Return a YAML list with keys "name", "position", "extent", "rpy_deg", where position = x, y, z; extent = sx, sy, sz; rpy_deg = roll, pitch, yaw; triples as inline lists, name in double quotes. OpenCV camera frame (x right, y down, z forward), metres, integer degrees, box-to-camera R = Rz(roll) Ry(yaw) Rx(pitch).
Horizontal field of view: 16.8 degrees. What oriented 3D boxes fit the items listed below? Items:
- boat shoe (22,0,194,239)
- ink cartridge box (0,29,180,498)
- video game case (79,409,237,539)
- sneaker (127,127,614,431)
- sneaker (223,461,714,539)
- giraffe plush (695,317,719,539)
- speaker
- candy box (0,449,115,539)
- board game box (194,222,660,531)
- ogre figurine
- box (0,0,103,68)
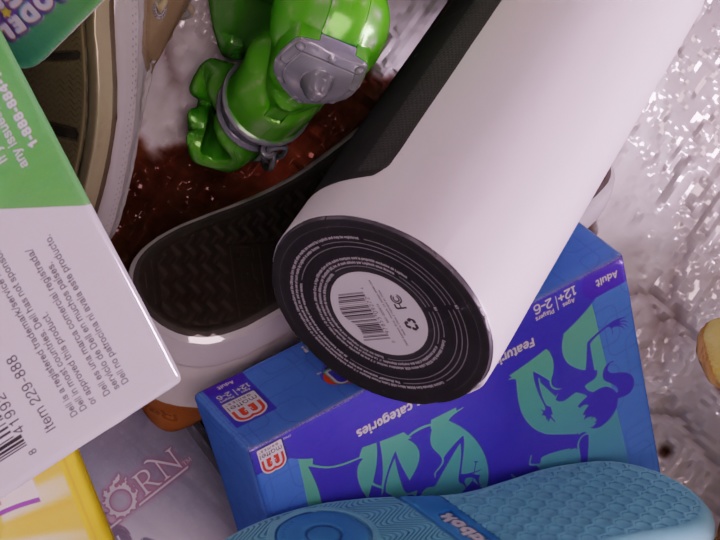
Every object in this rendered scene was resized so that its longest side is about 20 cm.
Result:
- name: "boat shoe"
  position: [-0.088, -0.097, 0.828]
  extent: [0.068, 0.074, 0.201]
  rpy_deg: [-17, 122, -46]
- name: "ink cartridge box"
  position: [-0.177, 0.017, 0.721]
  extent: [0.199, 0.084, 0.147]
  rpy_deg: [-32, 120, -13]
- name: "video game case"
  position: [-0.091, 0.133, 0.900]
  extent: [0.143, 0.019, 0.201]
  rpy_deg: [-37, 108, -8]
- name: "sneaker"
  position: [0.000, 0.000, 0.890]
  extent: [0.199, 0.073, 0.085]
  rpy_deg: [-20, 147, -24]
- name: "sneaker"
  position: [0.027, 0.144, 0.816]
  extent: [0.199, 0.080, 0.132]
  rpy_deg: [-6, 116, -28]
- name: "giraffe plush"
  position: [0.187, 0.080, 0.866]
  extent: [0.171, 0.162, 0.202]
  rpy_deg: [5, 93, 26]
- name: "speaker"
  position: [0.049, -0.050, 0.827]
  extent: [0.081, 0.081, 0.200]
  rpy_deg: [49, 49, -18]
- name: "candy box"
  position: [-0.186, 0.097, 0.813]
  extent: [0.199, 0.026, 0.103]
  rpy_deg: [-23, 102, -10]
- name: "board game box"
  position: [0.037, 0.099, 0.877]
  extent: [0.151, 0.045, 0.201]
  rpy_deg: [-27, 126, -18]
- name: "ogre figurine"
  position: [-0.007, -0.127, 0.826]
  extent: [0.098, 0.120, 0.200]
  rpy_deg: [38, 88, -20]
- name: "box"
  position: [-0.117, -0.173, 0.752]
  extent: [0.048, 0.117, 0.201]
  rpy_deg: [-17, 73, -53]
